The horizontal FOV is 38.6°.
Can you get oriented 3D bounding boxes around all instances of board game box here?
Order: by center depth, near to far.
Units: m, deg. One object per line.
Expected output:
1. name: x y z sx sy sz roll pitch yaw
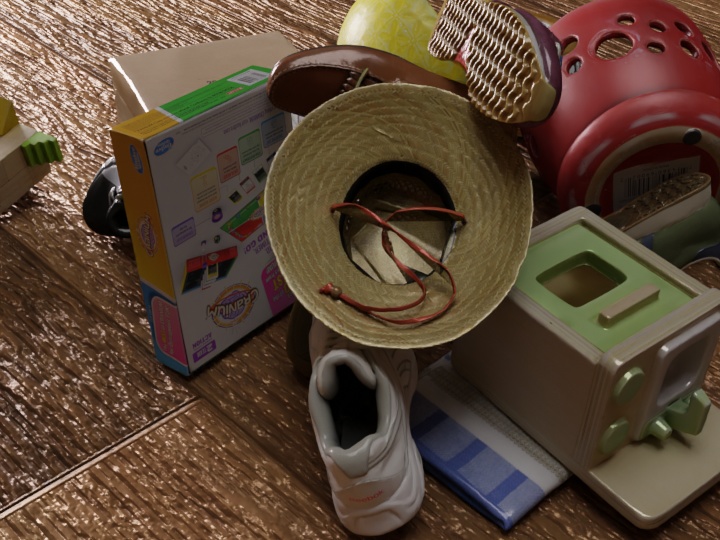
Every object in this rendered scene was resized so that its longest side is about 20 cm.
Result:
1. board game box: -0.111 -0.041 0.816 0.040 0.202 0.153 18 37 35

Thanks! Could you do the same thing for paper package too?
1. paper package: -0.140 -0.157 1.063 0.198 0.105 0.191 -14 39 -21

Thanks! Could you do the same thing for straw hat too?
1. straw hat: 0.026 -0.025 0.735 0.198 0.085 0.204 -1 66 1

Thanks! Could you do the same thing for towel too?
1. towel: 0.120 0.102 0.789 0.146 0.024 0.199 33 47 32

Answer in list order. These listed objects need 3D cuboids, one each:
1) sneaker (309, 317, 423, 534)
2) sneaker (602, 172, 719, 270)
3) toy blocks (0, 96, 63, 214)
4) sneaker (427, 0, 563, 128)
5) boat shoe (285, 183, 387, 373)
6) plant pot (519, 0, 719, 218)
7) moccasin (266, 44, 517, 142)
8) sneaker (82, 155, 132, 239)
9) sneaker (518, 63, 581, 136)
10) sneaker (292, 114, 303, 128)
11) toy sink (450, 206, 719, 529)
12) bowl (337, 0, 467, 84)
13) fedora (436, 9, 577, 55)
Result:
1. sneaker: -0.001 0.072 0.714 0.077 0.100 0.201 -17 46 4
2. sneaker: 0.227 -0.001 0.897 0.198 0.090 0.067 -27 19 10
3. toy blocks: -0.403 -0.098 0.987 0.198 0.101 0.137 22 51 24
4. sneaker: 0.120 -0.154 0.754 0.089 0.076 0.201 14 26 -21
5. boat shoe: 0.000 0.000 0.853 0.073 0.065 0.201 29 73 3
6. plant pot: 0.258 -0.127 0.977 0.197 0.202 0.184 -1 45 -5
7. moccasin: 0.025 -0.115 0.790 0.199 0.074 0.078 18 51 -15
8. sneaker: -0.197 -0.059 0.884 0.198 0.076 0.116 -19 18 35
9. sneaker: 0.205 -0.184 1.138 0.197 0.090 0.079 11 79 18
10. sneaker: -0.026 -0.096 0.923 0.099 0.202 0.078 -27 -5 37
11. toy sink: 0.180 0.059 0.739 0.129 0.113 0.200 -24 46 -29
12. bowl: 0.027 -0.188 1.063 0.107 0.201 0.200 -28 43 -10
13. fedora: 0.161 -0.252 1.229 0.198 0.083 0.201 2 32 -2
